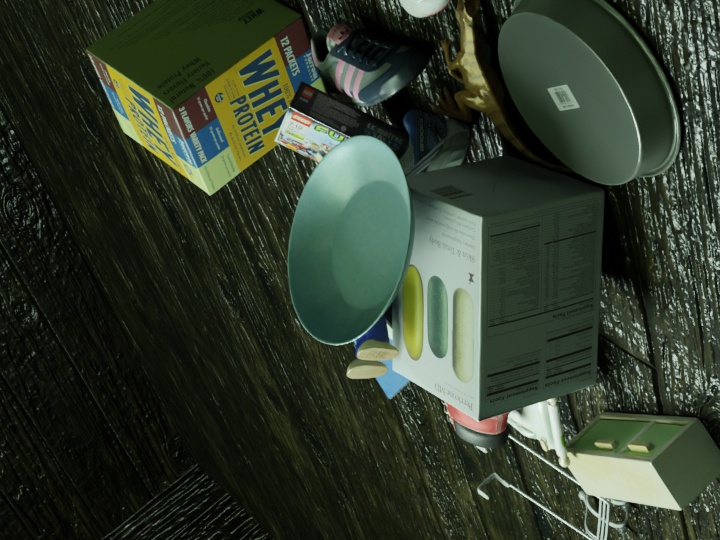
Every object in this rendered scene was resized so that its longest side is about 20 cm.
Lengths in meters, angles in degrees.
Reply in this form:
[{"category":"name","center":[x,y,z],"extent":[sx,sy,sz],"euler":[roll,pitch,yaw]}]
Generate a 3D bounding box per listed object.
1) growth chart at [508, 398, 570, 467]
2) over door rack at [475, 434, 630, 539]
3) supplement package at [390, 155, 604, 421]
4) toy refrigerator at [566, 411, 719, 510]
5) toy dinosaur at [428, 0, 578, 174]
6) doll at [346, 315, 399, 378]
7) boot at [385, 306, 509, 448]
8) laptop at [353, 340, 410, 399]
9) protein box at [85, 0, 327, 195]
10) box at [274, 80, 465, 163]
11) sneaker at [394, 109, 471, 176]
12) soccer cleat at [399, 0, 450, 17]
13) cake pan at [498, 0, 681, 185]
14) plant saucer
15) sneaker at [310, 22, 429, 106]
[{"category":"growth chart","center":[0.153,0.123,1.611],"extent":[0.199,0.018,0.145],"euler":[37,155,34]},{"category":"over door rack","center":[0.243,0.259,1.801],"extent":[0.198,0.067,0.148],"euler":[21,150,20]},{"category":"supplement package","center":[0.130,0.012,1.411],"extent":[0.151,0.149,0.202],"euler":[27,124,53]},{"category":"toy refrigerator","center":[0.300,0.200,1.570],"extent":[0.070,0.076,0.200],"euler":[55,162,-9]},{"category":"toy dinosaur","center":[0.118,-0.162,1.368],"extent":[0.106,0.060,0.201],"euler":[13,137,61]},{"category":"doll","center":[0.000,0.000,1.466],"extent":[0.137,0.048,0.202],"euler":[119,145,-56]},{"category":"boot","center":[0.086,0.111,1.606],"extent":[0.199,0.072,0.145],"euler":[38,150,24]},{"category":"laptop","center":[0.009,0.042,1.755],"extent":[0.188,0.115,0.200],"euler":[57,-172,15]},{"category":"protein box","center":[-0.181,-0.233,1.743],"extent":[0.199,0.198,0.136],"euler":[35,156,41]},{"category":"box","center":[0.008,-0.131,1.598],"extent":[0.198,0.035,0.110],"euler":[26,162,-4]},{"category":"sneaker","center":[0.035,-0.081,1.522],"extent":[0.085,0.201,0.077],"euler":[26,-164,-9]},{"category":"soccer cleat","center":[0.057,-0.266,1.288],"extent":[0.069,0.085,0.200],"euler":[53,162,-3]},{"category":"cake pan","center":[0.189,-0.155,1.247],"extent":[0.200,0.037,0.201],"euler":[46,161,21]},{"category":"plant saucer","center":[0.000,-0.027,1.394],"extent":[0.200,0.038,0.204],"euler":[-18,67,52]},{"category":"sneaker","center":[0.000,-0.222,1.527],"extent":[0.082,0.070,0.200],"euler":[54,161,-18]}]
